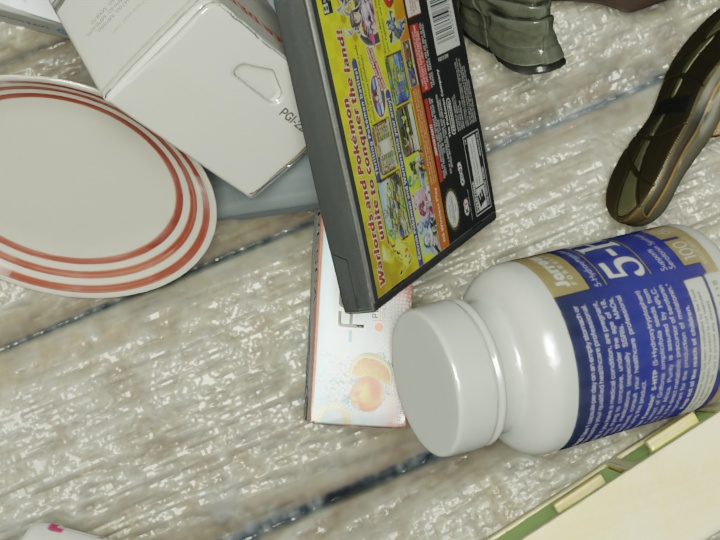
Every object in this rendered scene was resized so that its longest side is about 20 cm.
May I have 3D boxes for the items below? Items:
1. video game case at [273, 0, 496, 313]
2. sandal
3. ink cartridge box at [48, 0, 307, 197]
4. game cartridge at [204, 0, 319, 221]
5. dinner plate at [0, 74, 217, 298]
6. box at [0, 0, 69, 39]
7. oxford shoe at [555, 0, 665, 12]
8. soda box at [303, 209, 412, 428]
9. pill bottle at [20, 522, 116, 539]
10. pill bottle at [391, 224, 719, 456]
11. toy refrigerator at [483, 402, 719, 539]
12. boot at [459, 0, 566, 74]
[{"bbox_3d":[0.020,-0.100,0.857,0.025,0.181,0.202,-4,107,30],"label":"video game case"},{"bbox_3d":[0.236,-0.109,0.955,0.054,0.082,0.201,32,83,-18],"label":"sandal"},{"bbox_3d":[-0.114,-0.157,0.845,0.085,0.145,0.200,-43,54,10],"label":"ink cartridge box"},{"bbox_3d":[-0.045,-0.137,0.912,0.041,0.132,0.202,14,73,-47],"label":"game cartridge"},{"bbox_3d":[-0.185,-0.052,0.881,0.198,0.201,0.024,9,52,-3],"label":"dinner plate"},{"bbox_3d":[-0.256,-0.253,0.950,0.198,0.041,0.157,14,85,-2],"label":"box"},{"bbox_3d":[0.205,-0.214,0.959,0.198,0.073,0.072,1,61,4],"label":"oxford shoe"},{"bbox_3d":[0.000,0.000,0.934,0.063,0.068,0.202,4,85,-6],"label":"soda box"},{"bbox_3d":[-0.122,0.234,0.888,0.198,0.113,0.114,14,85,-2],"label":"pill bottle"},{"bbox_3d":[0.127,0.047,0.888,0.198,0.120,0.121,-13,87,-23],"label":"pill bottle"},{"bbox_3d":[0.164,0.161,0.930,0.199,0.076,0.070,-31,88,-5],"label":"toy refrigerator"},{"bbox_3d":[0.068,-0.215,0.942,0.067,0.200,0.132,-19,132,-17],"label":"boot"}]
